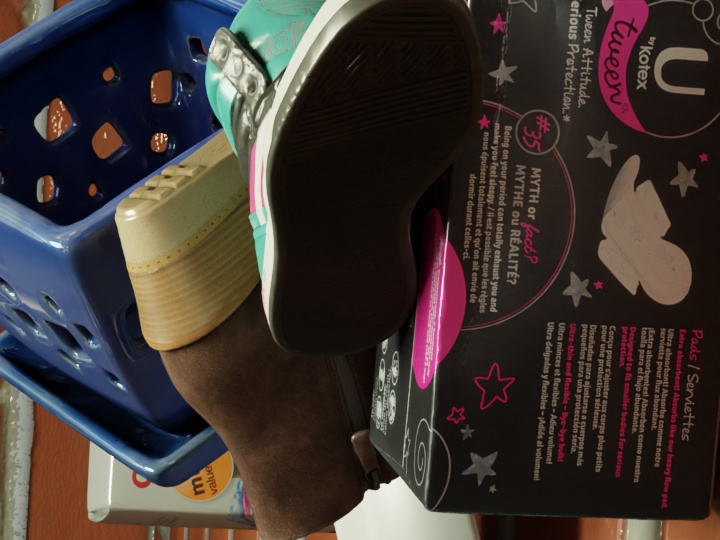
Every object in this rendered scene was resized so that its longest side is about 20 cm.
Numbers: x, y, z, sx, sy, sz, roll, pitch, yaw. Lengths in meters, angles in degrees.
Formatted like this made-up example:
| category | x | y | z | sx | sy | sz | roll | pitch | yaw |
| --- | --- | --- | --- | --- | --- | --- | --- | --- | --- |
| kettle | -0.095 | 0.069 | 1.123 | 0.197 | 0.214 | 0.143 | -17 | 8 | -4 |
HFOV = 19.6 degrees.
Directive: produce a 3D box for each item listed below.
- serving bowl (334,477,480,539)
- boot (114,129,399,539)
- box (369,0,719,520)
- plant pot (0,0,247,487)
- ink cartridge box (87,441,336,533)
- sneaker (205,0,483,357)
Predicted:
| category | x | y | z | sx | sy | sz | roll | pitch | yaw |
| --- | --- | --- | --- | --- | --- | --- | --- | --- | --- |
| serving bowl | 0.021 | 0.125 | 1.032 | 0.200 | 0.065 | 0.202 | 166 | 90 | -88 |
| boot | 0.000 | 0.000 | 0.899 | 0.072 | 0.199 | 0.167 | 15 | 135 | 59 |
| box | 0.075 | -0.016 | 0.810 | 0.132 | 0.114 | 0.202 | -142 | 57 | -78 |
| plant pot | -0.102 | -0.019 | 1.058 | 0.199 | 0.200 | 0.181 | 26 | 142 | 44 |
| ink cartridge box | -0.066 | 0.086 | 1.297 | 0.145 | 0.198 | 0.147 | 140 | 132 | -75 |
| sneaker | -0.007 | -0.071 | 0.753 | 0.201 | 0.083 | 0.121 | 106 | 155 | -54 |
